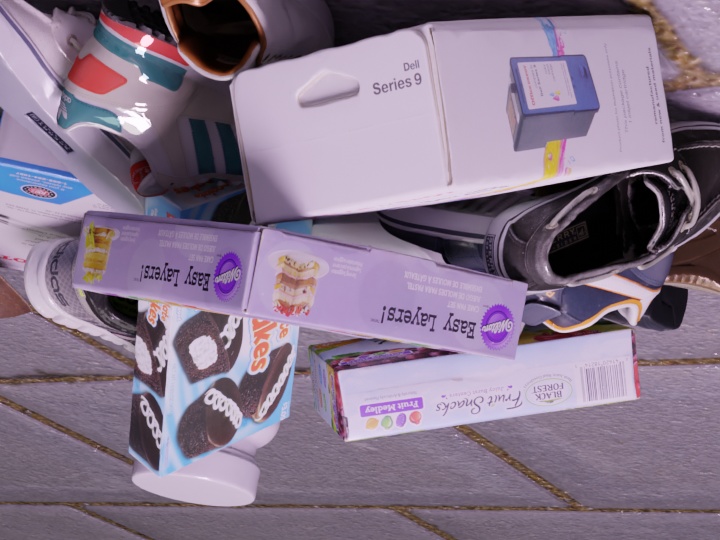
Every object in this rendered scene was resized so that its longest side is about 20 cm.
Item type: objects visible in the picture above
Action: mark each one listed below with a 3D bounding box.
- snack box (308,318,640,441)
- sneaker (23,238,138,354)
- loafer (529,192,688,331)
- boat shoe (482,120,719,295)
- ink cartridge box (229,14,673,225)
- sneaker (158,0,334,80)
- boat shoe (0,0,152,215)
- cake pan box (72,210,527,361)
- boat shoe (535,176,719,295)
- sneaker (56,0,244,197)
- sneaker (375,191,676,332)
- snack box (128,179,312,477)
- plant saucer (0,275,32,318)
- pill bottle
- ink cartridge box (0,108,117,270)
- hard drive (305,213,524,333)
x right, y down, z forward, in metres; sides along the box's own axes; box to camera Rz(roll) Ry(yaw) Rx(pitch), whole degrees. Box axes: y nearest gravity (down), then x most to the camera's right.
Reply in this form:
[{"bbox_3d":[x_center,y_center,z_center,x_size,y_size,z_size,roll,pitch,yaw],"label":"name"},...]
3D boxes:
[{"bbox_3d":[0.073,0.068,1.303,0.199,0.053,0.142,-7,-176,-9],"label":"snack box"},{"bbox_3d":[-0.121,0.024,1.279,0.199,0.074,0.087,22,161,-32],"label":"sneaker"},{"bbox_3d":[0.156,-0.003,1.346,0.072,0.073,0.200,0,158,36],"label":"loafer"},{"bbox_3d":[0.165,-0.034,1.121,0.200,0.071,0.064,-27,-166,-30],"label":"boat shoe"},{"bbox_3d":[0.051,-0.081,1.034,0.145,0.088,0.200,-10,178,42],"label":"ink cartridge box"},{"bbox_3d":[-0.069,-0.131,1.060,0.072,0.085,0.200,0,161,19],"label":"sneaker"},{"bbox_3d":[-0.179,-0.122,1.152,0.200,0.070,0.071,46,157,-21],"label":"boat shoe"},{"bbox_3d":[-0.033,0.008,1.084,0.199,0.053,0.184,11,179,-39],"label":"cake pan box"},{"bbox_3d":[0.206,-0.024,1.268,0.199,0.072,0.065,18,-179,-5],"label":"boat shoe"},{"bbox_3d":[-0.089,-0.079,1.143,0.199,0.094,0.070,28,-167,-30],"label":"sneaker"},{"bbox_3d":[0.099,-0.006,1.176,0.199,0.080,0.078,7,-161,-18],"label":"sneaker"},{"bbox_3d":[-0.088,0.025,1.229,0.037,0.201,0.116,32,-142,34],"label":"snack box"},{"bbox_3d":[-0.322,-0.025,1.381,0.200,0.037,0.200,40,170,9],"label":"plant saucer"},{"bbox_3d":[-0.111,0.070,1.462,0.115,0.201,0.116,7,161,3],"label":"pill bottle"},{"bbox_3d":[-0.176,-0.060,1.300,0.145,0.085,0.200,11,161,-11],"label":"ink cartridge box"},{"bbox_3d":[0.000,0.000,1.287,0.200,0.026,0.132,0,146,48],"label":"hard drive"}]
